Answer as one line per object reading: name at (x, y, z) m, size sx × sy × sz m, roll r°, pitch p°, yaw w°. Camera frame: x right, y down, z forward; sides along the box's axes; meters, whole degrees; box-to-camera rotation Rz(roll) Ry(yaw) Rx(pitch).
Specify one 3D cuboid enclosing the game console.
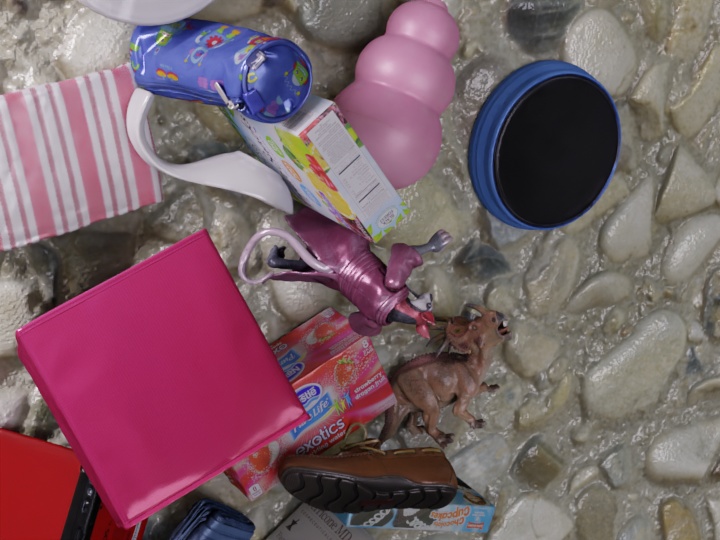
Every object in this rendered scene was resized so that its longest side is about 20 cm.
game console at (-0.318, 0.266, 1.408) m, size 0.172 × 0.118 × 0.201 m, roll -1°, pitch 111°, yaw -63°

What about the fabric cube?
fabric cube at (-0.190, 0.108, 1.272) m, size 0.196 × 0.200 × 0.200 m, roll -31°, pitch 88°, yaw -16°

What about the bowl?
bowl at (0.219, -0.141, 1.561) m, size 0.200 × 0.039 × 0.202 m, roll -11°, pitch 113°, yaw -27°

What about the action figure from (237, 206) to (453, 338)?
action figure at (0.000, 0.000, 1.387) m, size 0.149 × 0.200 × 0.134 m, roll -7°, pitch 128°, yaw -53°

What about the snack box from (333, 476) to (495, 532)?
snack box at (0.044, 0.259, 1.556) m, size 0.199 × 0.116 × 0.037 m, roll 9°, pitch 103°, yaw -33°

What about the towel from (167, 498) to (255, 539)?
towel at (-0.201, 0.344, 1.475) m, size 0.200 × 0.048 × 0.112 m, roll -55°, pitch 149°, yaw -3°

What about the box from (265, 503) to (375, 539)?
box at (0.001, 0.386, 1.527) m, size 0.131 × 0.199 × 0.200 m, roll -43°, pitch 123°, yaw -10°

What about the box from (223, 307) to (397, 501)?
box at (-0.075, 0.142, 1.458) m, size 0.200 × 0.095 × 0.100 m, roll -32°, pitch 120°, yaw -17°

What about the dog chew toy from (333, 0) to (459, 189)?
dog chew toy at (0.042, -0.188, 1.397) m, size 0.124 × 0.124 × 0.201 m, roll 23°, pitch 87°, yaw -34°

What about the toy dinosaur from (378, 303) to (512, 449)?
toy dinosaur at (0.087, 0.122, 1.559) m, size 0.199 × 0.086 × 0.136 m, roll -28°, pitch 110°, yaw 0°

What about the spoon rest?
spoon rest at (-0.150, -0.103, 1.327) m, size 0.200 × 0.099 × 0.061 m, roll 33°, pitch 87°, yaw -31°

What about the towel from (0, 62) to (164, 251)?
towel at (-0.291, -0.109, 1.286) m, size 0.199 × 0.030 × 0.147 m, roll -19°, pitch 116°, yaw -26°

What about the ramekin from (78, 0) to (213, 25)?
ramekin at (-0.207, -0.328, 1.214) m, size 0.201 × 0.094 × 0.203 m, roll -11°, pitch 113°, yaw -27°

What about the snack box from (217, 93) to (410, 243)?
snack box at (-0.052, -0.115, 1.316) m, size 0.053 × 0.200 × 0.142 m, roll -43°, pitch 123°, yaw -11°

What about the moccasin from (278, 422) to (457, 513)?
moccasin at (0.007, 0.211, 1.439) m, size 0.200 × 0.078 × 0.074 m, roll 0°, pitch 137°, yaw -20°

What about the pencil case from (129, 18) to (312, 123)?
pencil case at (-0.134, -0.186, 1.240) m, size 0.087 × 0.200 × 0.078 m, roll -41°, pitch 130°, yaw -28°
